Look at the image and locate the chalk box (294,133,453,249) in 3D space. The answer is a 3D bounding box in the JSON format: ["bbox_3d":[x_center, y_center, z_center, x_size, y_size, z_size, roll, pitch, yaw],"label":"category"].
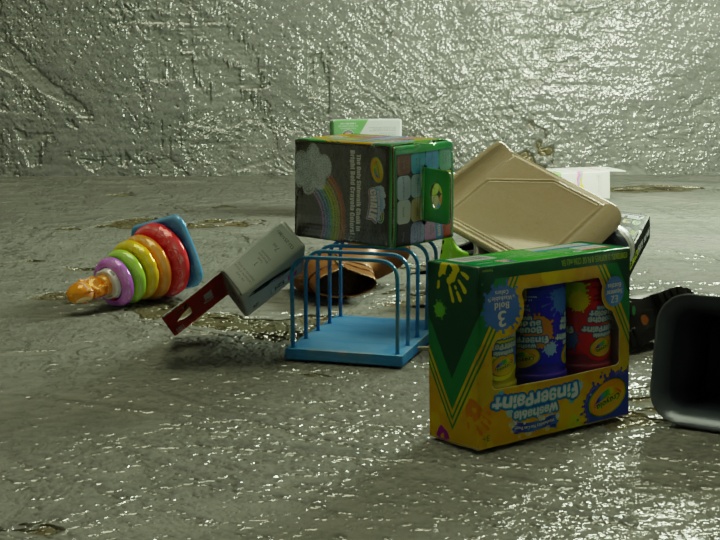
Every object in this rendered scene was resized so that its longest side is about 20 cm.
[{"bbox_3d":[0.034,-0.097,1.638,0.200,0.125,0.124,9,13,38],"label":"chalk box"}]

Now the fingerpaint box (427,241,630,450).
[{"bbox_3d":[0.161,0.065,1.278,0.200,0.167,0.073,-6,10,-37],"label":"fingerpaint box"}]

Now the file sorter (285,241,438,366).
[{"bbox_3d":[0.009,0.030,1.623,0.139,0.123,0.200,3,10,16],"label":"file sorter"}]

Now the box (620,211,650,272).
[{"bbox_3d":[0.298,-0.031,1.973,0.200,0.048,0.193,9,37,23],"label":"box"}]

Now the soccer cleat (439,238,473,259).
[{"bbox_3d":[0.214,-0.025,2.062,0.200,0.081,0.068,-3,10,-20],"label":"soccer cleat"}]

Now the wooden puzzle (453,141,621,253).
[{"bbox_3d":[0.206,-0.070,1.740,0.200,0.037,0.185,34,49,21],"label":"wooden puzzle"}]

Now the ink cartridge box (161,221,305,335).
[{"bbox_3d":[-0.145,0.026,1.601,0.174,0.044,0.200,-40,-4,-8],"label":"ink cartridge box"}]

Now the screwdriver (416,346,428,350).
[{"bbox_3d":[0.163,0.092,1.548,0.200,0.028,0.029,0,-21,2],"label":"screwdriver"}]

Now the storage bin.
[{"bbox_3d":[0.396,0.082,1.314,0.200,0.146,0.134,5,1,26],"label":"storage bin"}]

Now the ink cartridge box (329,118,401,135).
[{"bbox_3d":[0.010,-0.212,2.817,0.145,0.200,0.088,-2,6,-6],"label":"ink cartridge box"}]

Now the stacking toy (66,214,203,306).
[{"bbox_3d":[-0.322,0.006,1.874,0.116,0.110,0.200,-12,11,41],"label":"stacking toy"}]

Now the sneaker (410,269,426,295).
[{"bbox_3d":[0.174,0.014,1.870,0.200,0.060,0.104,-3,-5,24],"label":"sneaker"}]

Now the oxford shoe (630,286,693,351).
[{"bbox_3d":[0.303,0.064,1.628,0.200,0.073,0.084,-3,-7,-29],"label":"oxford shoe"}]

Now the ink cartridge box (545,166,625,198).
[{"bbox_3d":[0.493,-0.198,3.121,0.200,0.067,0.117,-3,10,-14],"label":"ink cartridge box"}]

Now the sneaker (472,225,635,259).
[{"bbox_3d":[0.239,-0.031,1.777,0.202,0.077,0.146,17,25,36],"label":"sneaker"}]

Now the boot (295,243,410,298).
[{"bbox_3d":[0.000,0.000,1.959,0.200,0.074,0.155,-15,13,-16],"label":"boot"}]
